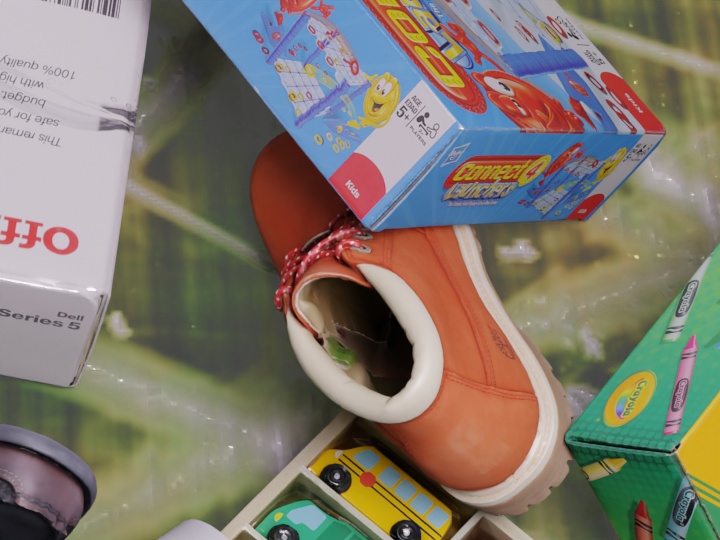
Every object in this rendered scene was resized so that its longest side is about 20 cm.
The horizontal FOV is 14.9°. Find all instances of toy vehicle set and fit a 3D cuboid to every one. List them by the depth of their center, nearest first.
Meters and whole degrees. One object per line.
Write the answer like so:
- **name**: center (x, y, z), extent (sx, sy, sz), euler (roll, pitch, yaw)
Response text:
- **toy vehicle set**: center (0.033, 0.154, 1.040), extent (0.200, 0.027, 0.124), euler (39, 60, 11)

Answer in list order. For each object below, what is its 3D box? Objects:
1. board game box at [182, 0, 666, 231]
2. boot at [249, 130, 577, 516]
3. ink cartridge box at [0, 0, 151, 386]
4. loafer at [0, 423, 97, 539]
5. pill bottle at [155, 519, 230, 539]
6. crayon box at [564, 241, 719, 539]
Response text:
- **board game box**: center (0.008, -0.109, 1.107), extent (0.200, 0.056, 0.196), euler (51, 23, 17)
- **boot**: center (0.000, 0.000, 1.055), extent (0.075, 0.107, 0.200), euler (-46, 50, 12)
- **ink cartridge box**: center (-0.164, -0.068, 1.087), extent (0.145, 0.084, 0.200), euler (11, 58, -10)
- **loafer**: center (-0.170, 0.102, 0.941), extent (0.072, 0.200, 0.063), euler (42, 50, -33)
- **pill bottle**: center (-0.117, 0.169, 0.941), extent (0.200, 0.111, 0.111), euler (-36, 73, -24)
- **crayon box**: center (0.175, 0.046, 1.081), extent (0.200, 0.058, 0.119), euler (-48, 123, -30)
